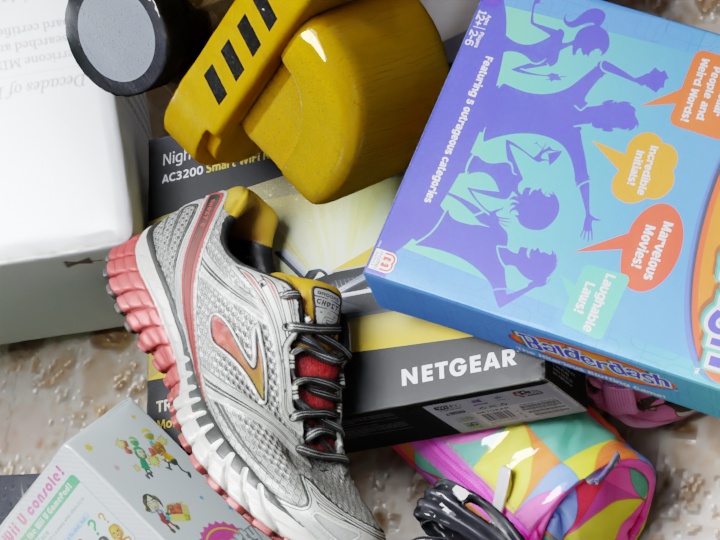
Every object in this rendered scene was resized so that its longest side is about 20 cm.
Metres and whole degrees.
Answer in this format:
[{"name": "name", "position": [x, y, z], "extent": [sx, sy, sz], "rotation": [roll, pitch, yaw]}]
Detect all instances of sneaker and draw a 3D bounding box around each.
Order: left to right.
[{"name": "sneaker", "position": [-0.040, 0.043, 1.208], "extent": [0.082, 0.078, 0.200], "rotation": [-37, 59, 12]}]

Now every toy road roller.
[{"name": "toy road roller", "position": [-0.015, -0.122, 1.213], "extent": [0.146, 0.123, 0.200], "rotation": [46, 126, 12]}]

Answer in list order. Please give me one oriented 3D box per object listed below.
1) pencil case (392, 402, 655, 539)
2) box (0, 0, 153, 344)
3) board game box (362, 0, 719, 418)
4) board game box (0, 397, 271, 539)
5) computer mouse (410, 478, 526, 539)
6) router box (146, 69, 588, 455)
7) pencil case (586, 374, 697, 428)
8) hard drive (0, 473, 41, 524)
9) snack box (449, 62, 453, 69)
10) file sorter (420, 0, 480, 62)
[{"name": "pencil case", "position": [0.051, 0.063, 1.309], "extent": [0.088, 0.088, 0.200], "rotation": [-48, 54, 5]}, {"name": "box", "position": [-0.204, -0.059, 1.379], "extent": [0.200, 0.199, 0.171], "rotation": [-10, 79, 0]}, {"name": "board game box", "position": [0.122, -0.028, 1.190], "extent": [0.200, 0.045, 0.152], "rotation": [18, 73, 17]}, {"name": "board game box", "position": [-0.083, 0.180, 1.260], "extent": [0.200, 0.064, 0.148], "rotation": [44, 122, 6]}, {"name": "computer mouse", "position": [0.038, 0.189, 1.266], "extent": [0.139, 0.053, 0.200], "rotation": [46, 123, 6]}, {"name": "router box", "position": [0.000, 0.000, 1.283], "extent": [0.200, 0.052, 0.157], "rotation": [-12, 66, 24]}, {"name": "pencil case", "position": [0.114, -0.028, 1.312], "extent": [0.083, 0.087, 0.200], "rotation": [-42, 55, 30]}, {"name": "hard drive", "position": [-0.194, 0.204, 1.418], "extent": [0.135, 0.042, 0.200], "rotation": [-5, 71, 27]}, {"name": "snack box", "position": [0.058, -0.119, 1.411], "extent": [0.072, 0.024, 0.200], "rotation": [32, 89, 36]}, {"name": "file sorter", "position": [0.007, -0.179, 1.353], "extent": [0.200, 0.125, 0.139], "rotation": [-25, 35, 34]}]
